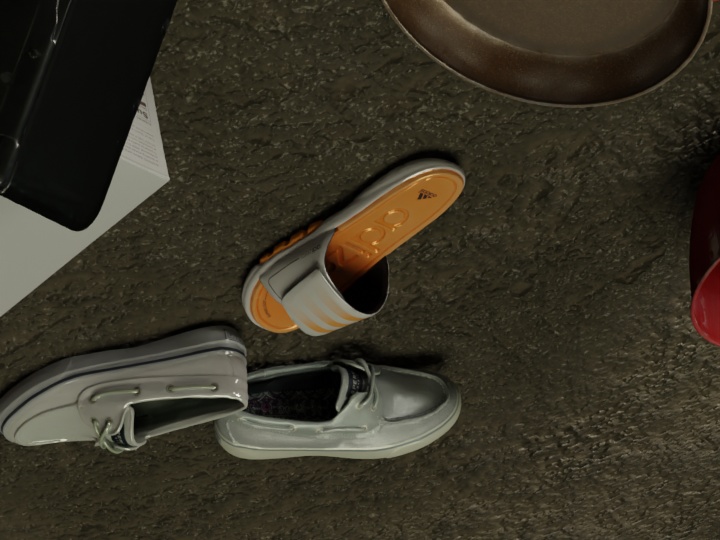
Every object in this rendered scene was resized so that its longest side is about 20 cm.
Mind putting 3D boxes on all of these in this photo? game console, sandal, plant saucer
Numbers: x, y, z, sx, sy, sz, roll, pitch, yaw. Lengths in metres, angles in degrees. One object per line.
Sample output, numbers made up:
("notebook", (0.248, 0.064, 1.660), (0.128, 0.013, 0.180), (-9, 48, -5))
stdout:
("game console", (-0.177, -0.142, 0.905), (0.174, 0.202, 0.116), (21, 175, -14))
("sandal", (-0.006, -0.002, 1.262), (0.079, 0.060, 0.206), (19, 134, -40))
("plant saucer", (0.101, -0.172, 1.012), (0.198, 0.032, 0.201), (14, 144, 10))

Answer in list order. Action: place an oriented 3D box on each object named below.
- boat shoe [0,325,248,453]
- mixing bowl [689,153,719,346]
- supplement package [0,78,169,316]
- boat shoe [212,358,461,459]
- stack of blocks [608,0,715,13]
("boat shoe", (-0.178, 0.100, 1.339), (0.198, 0.067, 0.074), (-20, 146, 9))
("mixing bowl", (0.315, -0.041, 1.286), (0.198, 0.109, 0.201), (-9, 147, -6))
("supplement package", (-0.236, -0.066, 1.031), (0.199, 0.112, 0.155), (-35, 142, 29))
("boat shoe", (-0.015, 0.104, 1.407), (0.199, 0.071, 0.072), (-5, 149, -9))
("stack of blocks", (0.201, -0.236, 0.995), (0.114, 0.059, 0.201), (-7, 146, -11))
